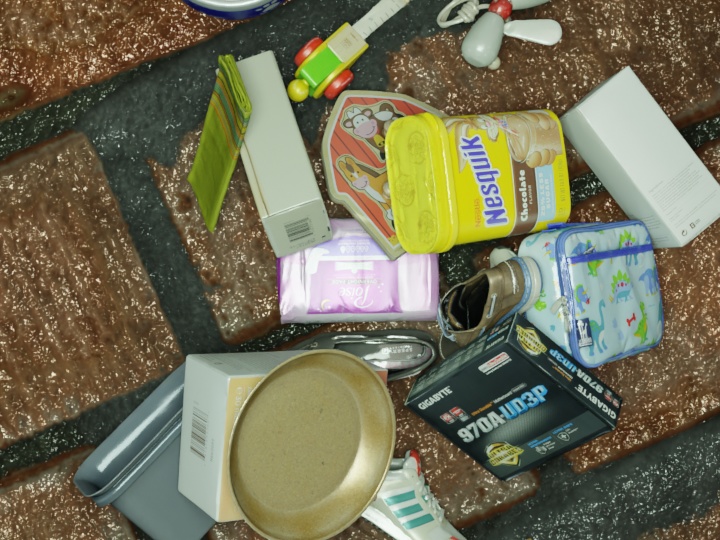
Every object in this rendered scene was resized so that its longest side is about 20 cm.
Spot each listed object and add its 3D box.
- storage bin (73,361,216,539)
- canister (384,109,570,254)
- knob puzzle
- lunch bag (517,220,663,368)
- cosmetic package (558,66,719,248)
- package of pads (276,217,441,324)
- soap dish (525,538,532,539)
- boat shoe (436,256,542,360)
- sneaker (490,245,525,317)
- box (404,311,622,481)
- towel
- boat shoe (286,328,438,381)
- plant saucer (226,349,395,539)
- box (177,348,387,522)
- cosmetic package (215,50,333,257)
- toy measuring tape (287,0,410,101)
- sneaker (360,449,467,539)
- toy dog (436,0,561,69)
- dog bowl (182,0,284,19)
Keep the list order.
[{"bbox_3d":[-0.207,0.218,1.228,0.200,0.145,0.135,-45,109,-17],"label":"storage bin"},{"bbox_3d":[0.135,-0.105,1.204,0.198,0.086,0.151,-9,93,-33],"label":"canister"},{"bbox_3d":[0.041,-0.136,1.247,0.216,0.031,0.223,6,63,-13],"label":"knob puzzle"},{"bbox_3d":[0.265,0.023,1.224,0.198,0.082,0.163,-6,87,-45],"label":"lunch bag"},{"bbox_3d":[0.329,-0.128,1.263,0.084,0.108,0.201,-37,93,-3],"label":"cosmetic package"},{"bbox_3d":[0.000,0.000,1.263,0.197,0.076,0.122,-1,86,-3],"label":"package of pads"},{"bbox_3d":[0.145,0.432,1.272,0.198,0.081,0.159,-23,92,-1],"label":"soap dish"},{"bbox_3d":[0.124,0.045,1.203,0.071,0.201,0.073,-1,57,-25],"label":"boat shoe"},{"bbox_3d":[0.174,0.075,1.267,0.092,0.070,0.202,-19,94,-6],"label":"sneaker"},{"bbox_3d":[0.167,0.147,1.199,0.158,0.200,0.046,39,49,-11],"label":"box"},{"bbox_3d":[-0.159,-0.137,1.195,0.018,0.201,0.087,-5,55,-26],"label":"towel"},{"bbox_3d":[-0.005,0.104,1.273,0.197,0.057,0.068,-8,91,-3],"label":"boat shoe"},{"bbox_3d":[-0.054,0.176,1.097,0.198,0.035,0.203,-7,102,-32],"label":"plant saucer"},{"bbox_3d":[-0.084,0.172,1.163,0.198,0.106,0.155,0,98,-33],"label":"box"},{"bbox_3d":[-0.096,-0.130,1.207,0.072,0.104,0.202,-19,64,-2],"label":"cosmetic package"},{"bbox_3d":[-0.019,-0.262,1.279,0.074,0.074,0.200,45,66,-3],"label":"toy measuring tape"},{"bbox_3d":[0.062,0.269,1.271,0.198,0.070,0.094,32,95,0],"label":"sneaker"},{"bbox_3d":[0.198,-0.309,1.263,0.200,0.132,0.096,-42,124,6],"label":"toy dog"},{"bbox_3d":[-0.151,-0.399,1.251,0.197,0.079,0.203,0,91,-2],"label":"dog bowl"}]
